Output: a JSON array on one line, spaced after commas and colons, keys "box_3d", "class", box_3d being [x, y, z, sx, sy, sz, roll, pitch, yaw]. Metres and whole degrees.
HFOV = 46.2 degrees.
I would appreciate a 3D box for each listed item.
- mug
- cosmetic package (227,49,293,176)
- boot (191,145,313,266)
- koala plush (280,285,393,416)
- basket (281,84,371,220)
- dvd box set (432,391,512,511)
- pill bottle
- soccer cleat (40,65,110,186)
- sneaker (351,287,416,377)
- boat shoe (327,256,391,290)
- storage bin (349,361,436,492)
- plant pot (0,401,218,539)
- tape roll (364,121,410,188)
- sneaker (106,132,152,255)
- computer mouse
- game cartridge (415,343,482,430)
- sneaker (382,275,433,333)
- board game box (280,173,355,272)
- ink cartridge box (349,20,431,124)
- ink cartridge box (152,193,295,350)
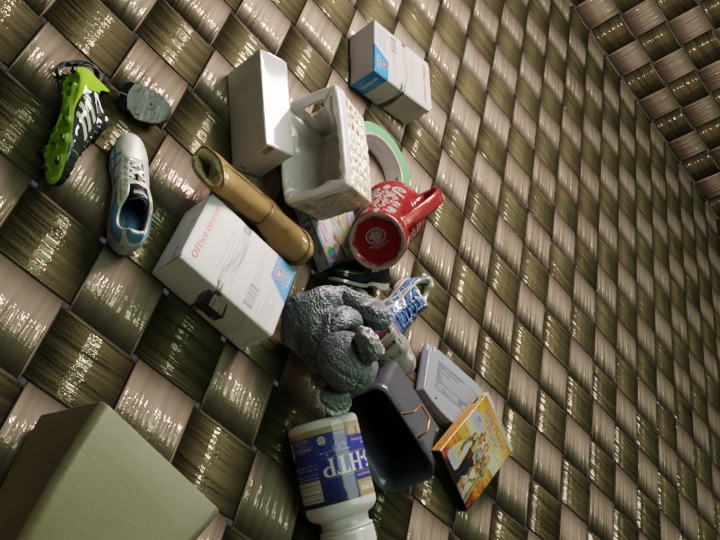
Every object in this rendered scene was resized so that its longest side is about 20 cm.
[{"box_3d": [0.057, -0.099, 1.591, 0.132, 0.179, 0.200, 35, 21, -1], "class": "mug"}, {"box_3d": [-0.182, -0.285, 1.533, 0.073, 0.101, 0.204, 15, 61, -44], "class": "cosmetic package"}, {"box_3d": [-0.179, -0.101, 1.391, 0.175, 0.066, 0.200, 43, 0, 35], "class": "boot"}, {"box_3d": [-0.035, 0.134, 1.385, 0.182, 0.179, 0.201, 29, 16, -31], "class": "koala plush"}, {"box_3d": [-0.060, -0.209, 1.543, 0.123, 0.133, 0.204, 30, 50, -57], "class": "basket"}, {"box_3d": [0.230, 0.364, 1.711, 0.199, 0.029, 0.149, -38, 110, -42], "class": "dvd box set"}, {"box_3d": [-0.040, 0.342, 1.358, 0.119, 0.118, 0.204, -1, 72, -50], "class": "pill bottle"}, {"box_3d": [-0.410, -0.206, 1.234, 0.081, 0.067, 0.204, 33, 51, -44], "class": "soccer cleat"}, {"box_3d": [0.034, 0.126, 1.573, 0.201, 0.081, 0.088, 49, -2, -13], "class": "sneaker"}, {"box_3d": [0.000, 0.000, 1.608, 0.199, 0.074, 0.062, 4, 98, -67], "class": "boat shoe"}, {"box_3d": [0.064, 0.266, 1.524, 0.202, 0.144, 0.135, 57, 28, -12], "class": "storage bin"}, {"box_3d": [-0.323, 0.297, 0.986, 0.201, 0.198, 0.178, 48, 52, -21], "class": "plant pot"}, {"box_3d": [0.027, -0.215, 1.799, 0.199, 0.048, 0.204, 28, 50, -40], "class": "tape roll"}, {"box_3d": [-0.342, -0.122, 1.273, 0.071, 0.072, 0.204, 19, 56, -42], "class": "sneaker"}, {"box_3d": [-0.390, -0.281, 1.337, 0.198, 0.034, 0.060, 21, 80, -38], "class": "computer mouse"}, {"box_3d": [0.185, 0.259, 1.750, 0.200, 0.040, 0.135, 42, 40, -29], "class": "game cartridge"}, {"box_3d": [0.086, 0.072, 1.693, 0.076, 0.076, 0.201, 52, 40, -19], "class": "sneaker"}, {"box_3d": [-0.066, -0.108, 1.636, 0.133, 0.034, 0.204, -17, 85, -53], "class": "board game box"}, {"box_3d": [0.069, -0.452, 1.946, 0.198, 0.083, 0.149, 28, 51, -41], "class": "ink cartridge box"}, {"box_3d": [-0.214, 0.004, 1.352, 0.200, 0.083, 0.147, 44, 42, -25], "class": "ink cartridge box"}]
